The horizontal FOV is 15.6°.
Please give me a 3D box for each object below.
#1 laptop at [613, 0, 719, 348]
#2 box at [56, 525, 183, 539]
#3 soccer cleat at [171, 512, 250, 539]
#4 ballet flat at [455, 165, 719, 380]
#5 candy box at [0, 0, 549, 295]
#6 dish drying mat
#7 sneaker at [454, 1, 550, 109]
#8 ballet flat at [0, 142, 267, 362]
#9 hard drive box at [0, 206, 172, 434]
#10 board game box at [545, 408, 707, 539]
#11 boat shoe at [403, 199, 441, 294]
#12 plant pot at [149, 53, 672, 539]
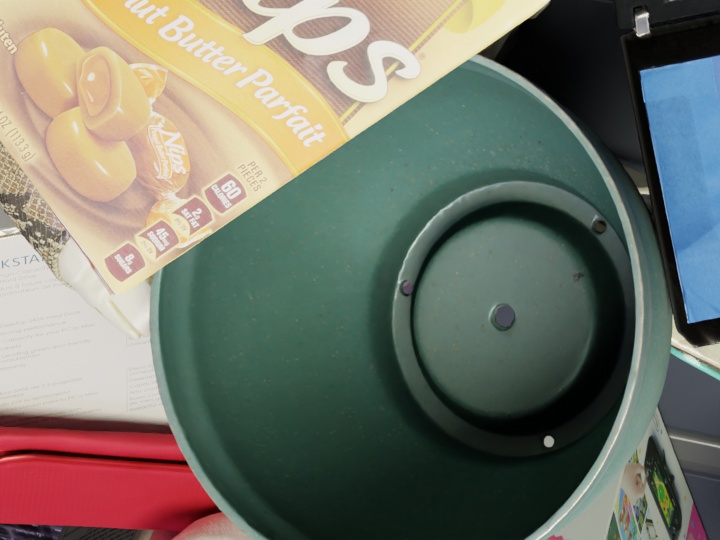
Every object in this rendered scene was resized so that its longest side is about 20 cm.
[{"bbox_3d":[0.180,-0.089,0.904,0.176,0.104,0.201,-11,139,1],"label":"laptop"},{"bbox_3d":[-0.095,0.173,1.317,0.109,0.201,0.128,36,145,-18],"label":"box"},{"bbox_3d":[-0.030,0.199,1.193,0.070,0.086,0.200,-49,67,29],"label":"soccer cleat"},{"bbox_3d":[0.134,0.001,1.117,0.199,0.068,0.063,25,112,-14],"label":"ballet flat"},{"bbox_3d":[-0.040,-0.094,0.934,0.200,0.055,0.116,-33,100,21],"label":"candy box"},{"bbox_3d":[-0.101,0.100,1.213,0.199,0.018,0.077,6,145,-33],"label":"dish drying mat"},{"bbox_3d":[0.024,-0.142,0.979,0.115,0.076,0.201,23,145,-6],"label":"sneaker"},{"bbox_3d":[-0.071,0.007,1.068,0.068,0.076,0.200,-32,140,21],"label":"ballet flat"},{"bbox_3d":[-0.123,0.013,1.177,0.155,0.077,0.201,-10,142,-14],"label":"hard drive box"},{"bbox_3d":[0.105,0.173,1.227,0.064,0.201,0.148,-1,138,25],"label":"board game box"},{"bbox_3d":[0.000,0.000,1.182,0.073,0.075,0.201,25,136,12],"label":"boat shoe"},{"bbox_3d":[0.038,0.018,1.018,0.199,0.202,0.134,-1,178,26],"label":"plant pot"}]
